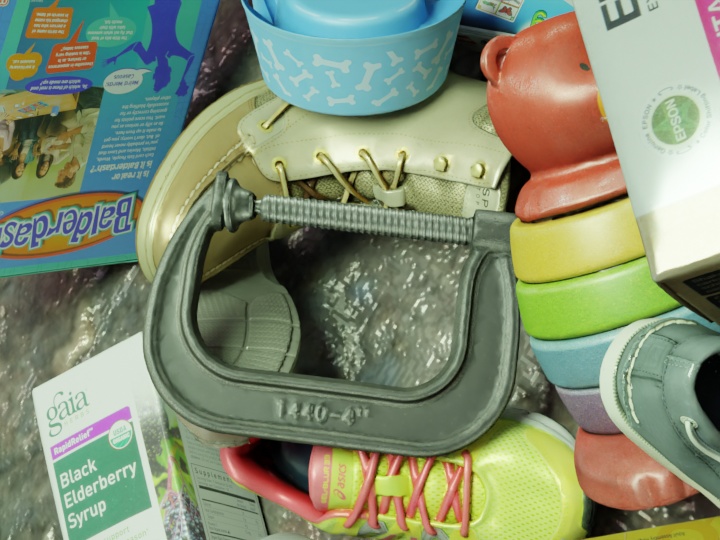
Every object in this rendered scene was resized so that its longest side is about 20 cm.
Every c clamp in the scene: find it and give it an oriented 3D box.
[{"bbox_3d":[0.000,0.000,0.856,0.199,0.027,0.172,1,84,-1],"label":"c clamp"}]

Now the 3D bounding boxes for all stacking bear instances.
[{"bbox_3d":[0.114,-0.015,0.798,0.114,0.121,0.201,1,112,69],"label":"stacking bear"}]

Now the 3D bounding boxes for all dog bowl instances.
[{"bbox_3d":[-0.007,-0.143,0.944,0.111,0.050,0.200,-4,35,-4],"label":"dog bowl"}]

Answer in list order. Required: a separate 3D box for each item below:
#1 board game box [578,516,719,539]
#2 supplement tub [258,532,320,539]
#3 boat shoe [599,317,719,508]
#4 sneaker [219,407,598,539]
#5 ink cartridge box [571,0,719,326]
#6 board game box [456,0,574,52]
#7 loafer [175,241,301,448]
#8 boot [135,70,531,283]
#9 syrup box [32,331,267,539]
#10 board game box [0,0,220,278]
[{"bbox_3d":[0.139,0.167,0.732,0.034,0.199,0.135,-54,50,47],"label":"board game box"},{"bbox_3d":[0.026,0.207,0.817,0.200,0.145,0.146,18,86,34],"label":"supplement tub"},{"bbox_3d":[0.187,0.083,0.731,0.073,0.200,0.062,-61,15,-13],"label":"boat shoe"},{"bbox_3d":[0.017,0.102,0.880,0.199,0.090,0.078,4,92,35],"label":"sneaker"},{"bbox_3d":[0.166,-0.103,0.683,0.164,0.075,0.201,-23,67,23],"label":"ink cartridge box"},{"bbox_3d":[0.146,-0.158,0.916,0.200,0.035,0.127,16,84,35],"label":"board game box"},{"bbox_3d":[-0.072,0.031,0.947,0.200,0.072,0.063,-102,18,-55],"label":"loafer"},{"bbox_3d":[0.002,-0.042,0.912,0.155,0.073,0.200,25,51,32],"label":"boot"},{"bbox_3d":[-0.100,0.141,0.956,0.079,0.081,0.201,-27,64,22],"label":"syrup box"},{"bbox_3d":[-0.160,-0.092,0.979,0.045,0.152,0.200,39,122,35],"label":"board game box"}]
